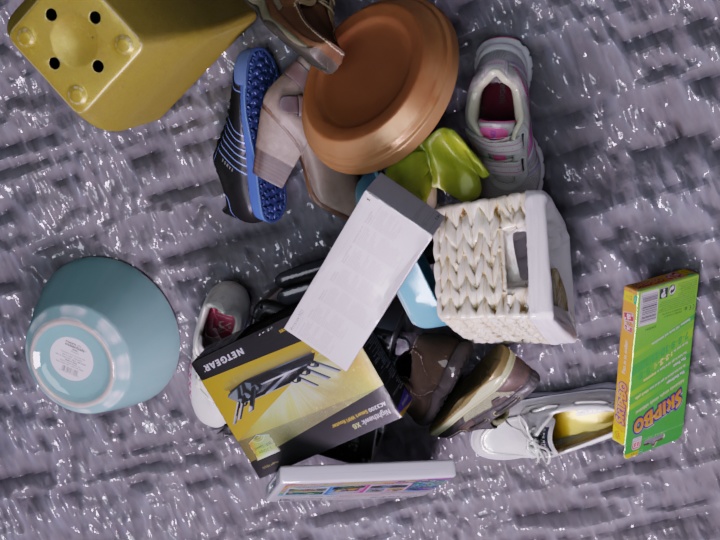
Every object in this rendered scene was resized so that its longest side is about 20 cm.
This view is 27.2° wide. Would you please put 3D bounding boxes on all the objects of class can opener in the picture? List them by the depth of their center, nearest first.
[{"bbox_3d":[0.000,0.000,1.678,0.198,0.064,0.079,-16,124,-5],"label":"can opener"}]

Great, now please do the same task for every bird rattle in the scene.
[{"bbox_3d":[0.051,-0.136,1.609,0.112,0.201,0.164,-15,144,-13],"label":"bird rattle"}]

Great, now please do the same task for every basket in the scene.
[{"bbox_3d":[0.154,0.005,1.575,0.122,0.200,0.137,-5,78,15],"label":"basket"}]

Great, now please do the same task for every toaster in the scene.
[{"bbox_3d":[-0.049,0.116,1.745,0.198,0.119,0.183,13,112,12],"label":"toaster"}]

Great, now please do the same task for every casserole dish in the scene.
[{"bbox_3d":[0.042,-0.021,1.586,0.039,0.121,0.201,-25,109,8],"label":"casserole dish"}]

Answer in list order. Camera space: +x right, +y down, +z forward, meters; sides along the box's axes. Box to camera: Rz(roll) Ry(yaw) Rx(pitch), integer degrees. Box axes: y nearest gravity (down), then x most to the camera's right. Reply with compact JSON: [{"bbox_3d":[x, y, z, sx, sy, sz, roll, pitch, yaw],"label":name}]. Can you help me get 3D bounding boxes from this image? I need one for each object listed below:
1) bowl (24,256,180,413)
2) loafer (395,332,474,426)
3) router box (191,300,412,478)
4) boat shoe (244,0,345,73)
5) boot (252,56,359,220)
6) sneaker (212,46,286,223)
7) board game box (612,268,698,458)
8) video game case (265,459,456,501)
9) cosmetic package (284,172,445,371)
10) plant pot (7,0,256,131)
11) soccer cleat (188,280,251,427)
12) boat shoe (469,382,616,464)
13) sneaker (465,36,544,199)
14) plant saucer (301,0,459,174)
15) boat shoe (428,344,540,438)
[{"bbox_3d":[-0.332,0.096,1.835,0.199,0.105,0.203,6,112,15],"label":"bowl"},{"bbox_3d":[0.076,0.113,1.690,0.071,0.073,0.200,31,154,5],"label":"loafer"},{"bbox_3d":[-0.066,0.123,1.658,0.199,0.052,0.158,-26,101,24],"label":"router box"},{"bbox_3d":[-0.065,-0.279,1.578,0.074,0.200,0.075,-48,131,9],"label":"boat shoe"},{"bbox_3d":[-0.024,-0.143,1.668,0.199,0.070,0.147,25,96,-24],"label":"boot"},{"bbox_3d":[-0.134,-0.153,1.699,0.077,0.070,0.202,6,104,36],"label":"sneaker"},{"bbox_3d":[0.324,0.104,1.640,0.030,0.095,0.202,24,120,51],"label":"board game box"},{"bbox_3d":[-0.004,0.244,1.720,0.198,0.182,0.024,-1,75,-9],"label":"video game case"},{"bbox_3d":[0.003,0.003,1.520,0.082,0.051,0.201,33,125,1],"label":"cosmetic package"},{"bbox_3d":[-0.269,-0.269,1.627,0.194,0.200,0.196,-41,95,26],"label":"plant pot"},{"bbox_3d":[-0.181,0.109,1.801,0.069,0.086,0.202,15,114,11],"label":"soccer cleat"},{"bbox_3d":[0.214,0.187,1.706,0.200,0.086,0.075,-13,105,21],"label":"boat shoe"},{"bbox_3d":[0.148,-0.144,1.603,0.081,0.088,0.202,-4,109,19],"label":"sneaker"},{"bbox_3d":[0.012,-0.198,1.545,0.199,0.202,0.037,-31,141,25],"label":"plant saucer"},{"bbox_3d":[0.139,0.152,1.693,0.066,0.072,0.201,31,146,-4],"label":"boat shoe"}]
